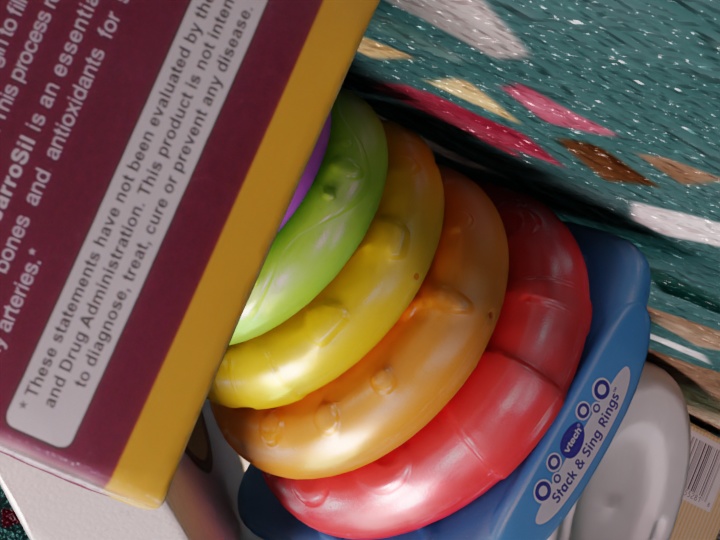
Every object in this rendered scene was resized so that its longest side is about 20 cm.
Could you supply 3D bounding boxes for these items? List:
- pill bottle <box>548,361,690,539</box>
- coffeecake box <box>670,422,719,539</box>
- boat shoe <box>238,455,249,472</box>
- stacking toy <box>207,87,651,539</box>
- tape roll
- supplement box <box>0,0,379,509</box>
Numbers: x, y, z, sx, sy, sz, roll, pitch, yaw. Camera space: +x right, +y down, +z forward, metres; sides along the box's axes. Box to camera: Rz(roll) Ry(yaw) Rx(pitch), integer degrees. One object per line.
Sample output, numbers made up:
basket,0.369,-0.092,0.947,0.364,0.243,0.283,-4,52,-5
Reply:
pill bottle,0.026,0.068,0.915,0.199,0.121,0.120,19,174,34
coffeecake box,0.068,0.078,1.092,0.153,0.074,0.199,26,174,-32
boat shoe,-0.028,0.048,0.812,0.062,0.071,0.201,-19,97,61
stacking toy,-0.025,-0.014,0.547,0.109,0.117,0.200,13,155,50
tape roll,-0.079,0.014,0.606,0.203,0.037,0.204,-24,-90,-89
supplement box,-0.112,-0.047,0.408,0.199,0.111,0.086,25,175,-18
